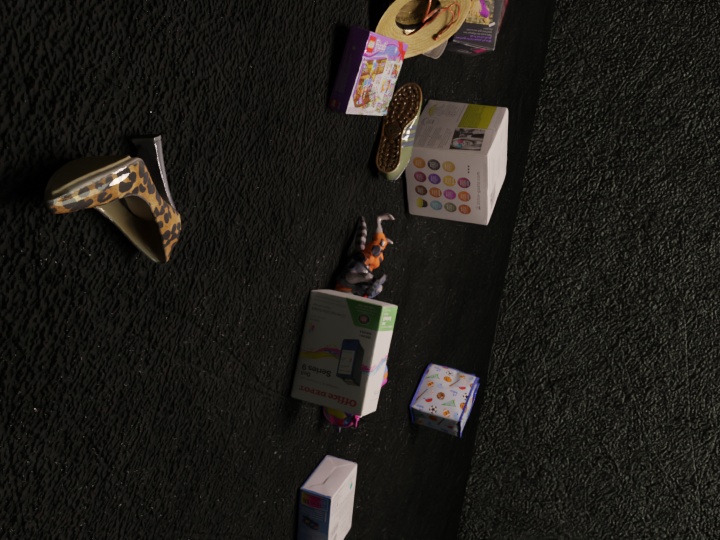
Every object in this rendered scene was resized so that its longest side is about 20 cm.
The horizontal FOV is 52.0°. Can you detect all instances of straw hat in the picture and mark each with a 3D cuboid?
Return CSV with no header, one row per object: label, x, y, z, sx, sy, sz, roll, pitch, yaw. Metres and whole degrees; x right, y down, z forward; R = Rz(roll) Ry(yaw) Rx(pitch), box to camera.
straw hat,0.099,-0.494,1.380,0.085,0.200,0.201,64,8,21

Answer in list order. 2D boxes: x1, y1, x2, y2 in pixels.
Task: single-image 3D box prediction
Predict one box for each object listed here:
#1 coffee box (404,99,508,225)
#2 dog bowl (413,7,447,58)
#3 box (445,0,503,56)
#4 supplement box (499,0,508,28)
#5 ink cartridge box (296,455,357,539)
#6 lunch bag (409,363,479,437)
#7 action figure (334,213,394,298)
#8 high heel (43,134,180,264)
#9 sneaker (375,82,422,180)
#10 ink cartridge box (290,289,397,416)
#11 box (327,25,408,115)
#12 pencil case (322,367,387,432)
coffee box,0.225,-0.254,1.725,0.200,0.197,0.200,81,26,-44
dog bowl,0.141,-0.542,1.523,0.200,0.058,0.201,13,90,-71
box,0.249,-0.596,1.654,0.122,0.106,0.201,-147,-114,-72
supplement box,0.372,-0.768,2.030,0.109,0.061,0.201,60,45,-62
ink cartridge box,-0.072,0.512,1.546,0.136,0.076,0.201,-37,134,-61
lunch bag,0.260,0.388,2.263,0.124,0.169,0.200,85,25,-48
action figure,0.000,0.000,1.461,0.194,0.104,0.200,-62,-179,-22
high heel,-0.238,-0.045,0.734,0.200,0.071,0.143,-58,148,-64
sneaker,0.079,-0.276,1.514,0.090,0.067,0.201,63,43,-72
ink cartridge box,-0.030,0.146,1.333,0.087,0.145,0.201,3,99,-70
box,0.017,-0.343,1.291,0.200,0.039,0.137,-24,135,-66
pencil case,-0.008,0.255,1.560,0.200,0.088,0.089,-45,143,-58
